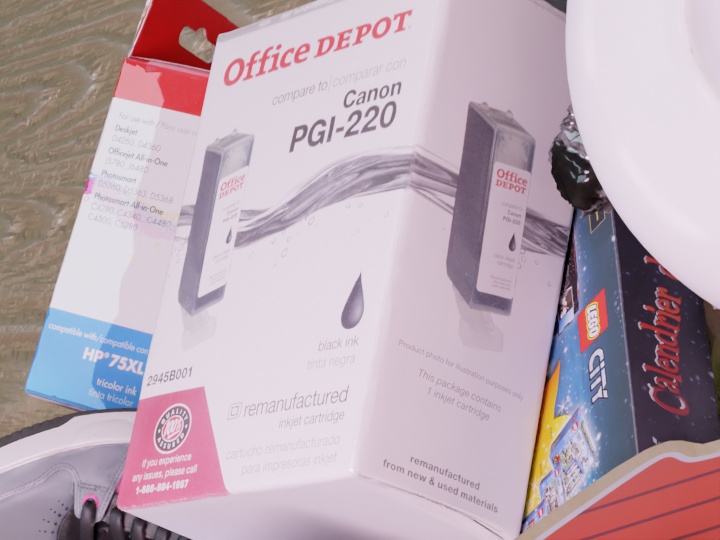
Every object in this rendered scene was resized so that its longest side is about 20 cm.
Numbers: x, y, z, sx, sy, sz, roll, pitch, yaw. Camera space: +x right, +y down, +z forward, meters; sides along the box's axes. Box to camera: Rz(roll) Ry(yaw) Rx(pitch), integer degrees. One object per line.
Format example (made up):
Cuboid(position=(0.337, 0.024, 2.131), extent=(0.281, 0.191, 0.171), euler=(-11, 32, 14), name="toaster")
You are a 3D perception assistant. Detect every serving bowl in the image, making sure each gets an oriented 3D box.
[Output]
Cuboid(position=(0.147, -0.077, 0.799), extent=(0.200, 0.066, 0.200), euler=(-3, 83, 27), name="serving bowl")

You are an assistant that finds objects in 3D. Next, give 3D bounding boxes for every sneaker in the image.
Cuboid(position=(-0.072, 0.123, 1.069), extent=(0.121, 0.200, 0.084), euler=(-101, 7, -48), name="sneaker")

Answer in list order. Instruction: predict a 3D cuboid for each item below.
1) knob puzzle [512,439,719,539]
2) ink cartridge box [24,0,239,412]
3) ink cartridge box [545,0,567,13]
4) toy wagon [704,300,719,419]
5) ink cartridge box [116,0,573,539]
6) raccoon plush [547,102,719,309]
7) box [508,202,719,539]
Cuboid(position=(0.104, 0.095, 0.762), extent=(0.220, 0.219, 0.030), euler=(-120, 10, -62), name="knob puzzle")
Cuboid(position=(-0.073, -0.022, 1.219), extent=(0.116, 0.067, 0.200), euler=(29, -104, -66), name="ink cartridge box")
Cuboid(position=(0.069, -0.077, 1.096), extent=(0.200, 0.099, 0.039), euler=(-47, 31, 43), name="ink cartridge box")
Cuboid(position=(0.105, 0.066, 0.972), extent=(0.200, 0.040, 0.155), euler=(-30, 46, 59), name="toy wagon")
Cuboid(position=(0.000, 0.000, 0.975), extent=(0.146, 0.085, 0.200), euler=(-13, 58, 49), name="ink cartridge box")
Cuboid(position=(0.161, -0.050, 0.925), extent=(0.200, 0.134, 0.097), euler=(-42, -10, -43), name="raccoon plush")
Cuboid(position=(0.073, 0.051, 0.958), extent=(0.137, 0.038, 0.200), euler=(-50, 30, 42), name="box")
